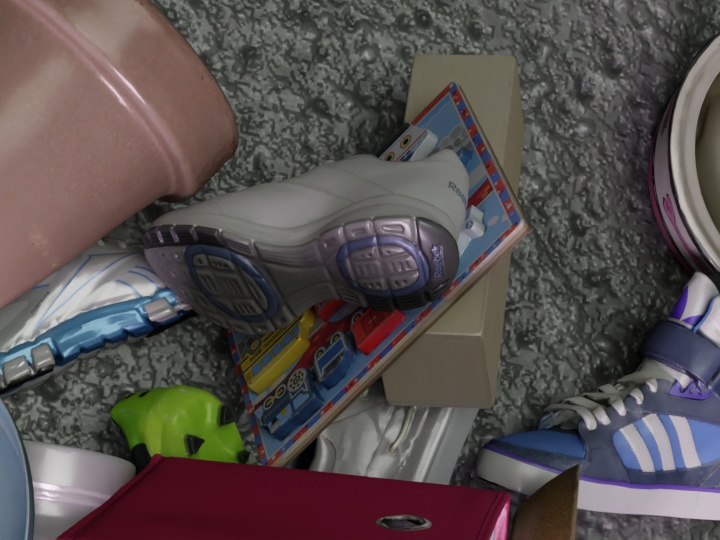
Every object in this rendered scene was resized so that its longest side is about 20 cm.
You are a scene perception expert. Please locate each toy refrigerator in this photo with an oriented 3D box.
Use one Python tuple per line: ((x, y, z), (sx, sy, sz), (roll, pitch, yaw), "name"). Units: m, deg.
((0.050, -0.025, 1.319), (0.069, 0.076, 0.201), (1, 55, 10), "toy refrigerator")

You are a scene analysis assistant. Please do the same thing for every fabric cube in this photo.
((-0.038, 0.214, 1.142), (0.198, 0.196, 0.202), (6, 99, 9), "fabric cube")

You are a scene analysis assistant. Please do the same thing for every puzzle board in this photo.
((0.000, 0.000, 1.260), (0.200, 0.151, 0.017), (-44, 124, 16), "puzzle board")

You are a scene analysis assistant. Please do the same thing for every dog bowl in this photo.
((0.271, -0.062, 1.444), (0.198, 0.074, 0.202), (3, 80, -17), "dog bowl")

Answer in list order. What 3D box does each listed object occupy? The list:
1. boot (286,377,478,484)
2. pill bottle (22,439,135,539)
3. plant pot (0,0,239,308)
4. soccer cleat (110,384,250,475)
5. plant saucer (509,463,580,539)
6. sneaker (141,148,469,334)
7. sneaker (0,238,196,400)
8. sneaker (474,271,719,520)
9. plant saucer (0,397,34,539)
((0.014, 0.072, 1.334), (0.095, 0.073, 0.201), (23, 76, -21), "boot")
((-0.181, 0.198, 1.227), (0.115, 0.116, 0.202), (11, 78, -17), "pill bottle")
((-0.192, -0.069, 1.215), (0.200, 0.200, 0.175), (41, 74, -8), "plant pot")
((-0.083, 0.154, 1.297), (0.067, 0.081, 0.201), (-33, 114, -38), "soccer cleat")
((0.095, 0.205, 1.248), (0.035, 0.200, 0.202), (5, 79, 6), "plant saucer")
((-0.026, -0.020, 1.226), (0.087, 0.199, 0.075), (-62, 140, -44), "sneaker")
((-0.150, 0.003, 1.294), (0.199, 0.075, 0.087), (-21, 83, -21), "sneaker")
((0.167, 0.070, 1.372), (0.199, 0.080, 0.148), (8, 91, -24), "sneaker")
((-0.244, 0.142, 1.197), (0.027, 0.199, 0.202), (25, 70, -54), "plant saucer")
